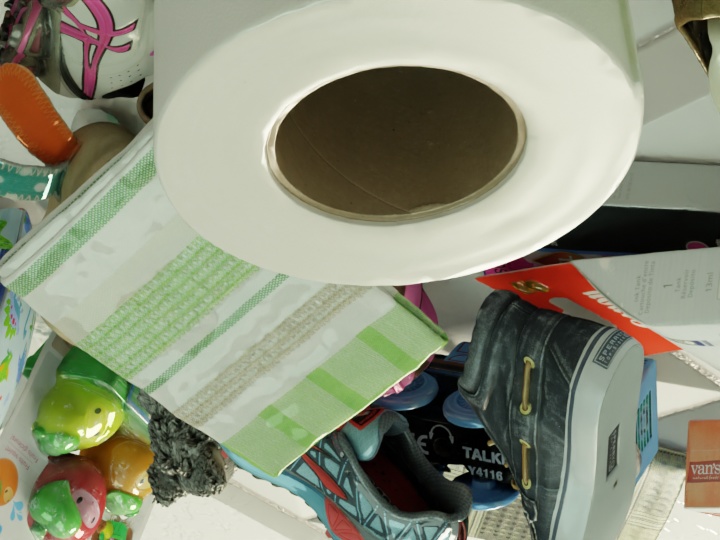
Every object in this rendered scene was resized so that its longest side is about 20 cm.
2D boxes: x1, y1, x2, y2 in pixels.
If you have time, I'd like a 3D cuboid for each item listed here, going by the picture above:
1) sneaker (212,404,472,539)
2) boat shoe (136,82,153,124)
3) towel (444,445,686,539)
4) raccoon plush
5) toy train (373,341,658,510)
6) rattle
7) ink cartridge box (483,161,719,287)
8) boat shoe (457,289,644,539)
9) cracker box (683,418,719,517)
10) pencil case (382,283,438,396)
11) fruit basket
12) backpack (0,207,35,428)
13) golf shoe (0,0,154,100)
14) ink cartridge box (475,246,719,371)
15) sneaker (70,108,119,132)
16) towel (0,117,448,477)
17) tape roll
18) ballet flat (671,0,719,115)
[{"bbox_3d":[-0.010,0.097,1.055,0.200,0.079,0.096,41,136,1],"label":"sneaker"},{"bbox_3d":[-0.023,-0.077,0.893,0.198,0.073,0.072,-4,177,24],"label":"boat shoe"},{"bbox_3d":[0.133,0.156,1.292,0.190,0.035,0.201,12,148,2],"label":"towel"},{"bbox_3d":[-0.149,0.069,1.173,0.199,0.135,0.097,27,150,-17],"label":"raccoon plush"},{"bbox_3d":[0.091,0.095,1.113,0.198,0.114,0.088,7,116,28],"label":"toy train"},{"bbox_3d":[-0.117,-0.009,0.934,0.129,0.143,0.201,-29,144,-7],"label":"rattle"},{"bbox_3d":[0.117,-0.025,0.983,0.198,0.037,0.095,6,150,22],"label":"ink cartridge box"},{"bbox_3d":[0.105,0.099,1.001,0.090,0.071,0.202,25,135,27],"label":"boat shoe"},{"bbox_3d":[0.306,0.130,1.052,0.199,0.058,0.133,18,163,-39],"label":"cracker box"},{"bbox_3d":[0.000,0.000,1.016,0.090,0.094,0.201,-30,150,-7],"label":"pencil case"},{"bbox_3d":[-0.190,0.140,1.250,0.093,0.202,0.186,0,146,28],"label":"fruit basket"},{"bbox_3d":[-0.291,0.041,1.134,0.145,0.202,0.184,16,150,1],"label":"backpack"},{"bbox_3d":[-0.120,-0.140,0.878,0.091,0.073,0.200,18,161,-19],"label":"golf shoe"},{"bbox_3d":[0.183,0.039,0.971,0.199,0.048,0.159,-7,156,42],"label":"ink cartridge box"},{"bbox_3d":[-0.105,-0.026,1.083,0.117,0.074,0.202,-21,124,-10],"label":"sneaker"},{"bbox_3d":[-0.071,0.015,0.920,0.149,0.031,0.200,-37,118,28],"label":"towel"},{"bbox_3d":[0.011,-0.105,0.742,0.200,0.141,0.204,-3,148,-2],"label":"tape roll"},{"bbox_3d":[0.191,-0.079,0.811,0.067,0.073,0.200,-3,145,31],"label":"ballet flat"}]
